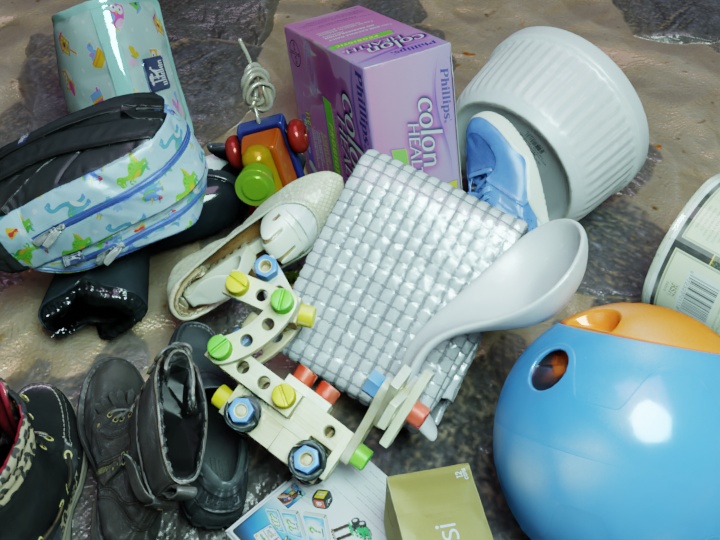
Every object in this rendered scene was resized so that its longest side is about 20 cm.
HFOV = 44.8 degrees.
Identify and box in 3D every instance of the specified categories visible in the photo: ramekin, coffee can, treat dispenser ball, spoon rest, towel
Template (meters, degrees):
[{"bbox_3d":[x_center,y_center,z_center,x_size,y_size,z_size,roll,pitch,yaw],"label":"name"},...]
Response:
[{"bbox_3d":[0.185,-0.138,0.909,0.199,0.202,0.105,35,63,30],"label":"ramekin"},{"bbox_3d":[0.375,0.023,0.774,0.146,0.148,0.199,-35,54,-30],"label":"coffee can"},{"bbox_3d":[0.195,0.126,0.634,0.197,0.203,0.203,0,44,0],"label":"treat dispenser ball"},{"bbox_3d":[0.097,0.037,0.672,0.201,0.060,0.099,-50,20,7],"label":"spoon rest"},{"bbox_3d":[0.035,0.018,0.764,0.164,0.086,0.202,27,90,8],"label":"towel"}]

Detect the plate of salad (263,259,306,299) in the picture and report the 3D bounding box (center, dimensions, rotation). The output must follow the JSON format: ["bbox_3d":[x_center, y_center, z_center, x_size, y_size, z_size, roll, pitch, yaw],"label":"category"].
[{"bbox_3d":[0.000,0.000,0.871,0.197,0.048,0.202,-1,44,1],"label":"plate of salad"}]

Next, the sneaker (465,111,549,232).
[{"bbox_3d":[0.117,-0.046,0.836,0.110,0.203,0.077,-19,3,-22],"label":"sneaker"}]

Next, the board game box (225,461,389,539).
[{"bbox_3d":[0.009,0.227,0.651,0.126,0.035,0.199,-33,54,-30],"label":"board game box"}]

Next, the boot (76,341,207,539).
[{"bbox_3d":[-0.159,0.111,0.662,0.068,0.175,0.202,5,47,-30],"label":"boot"}]

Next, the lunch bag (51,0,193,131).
[{"bbox_3d":[-0.257,-0.201,0.940,0.120,0.173,0.200,-17,15,-17],"label":"lunch bag"}]

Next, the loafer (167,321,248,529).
[{"bbox_3d":[-0.126,0.115,0.733,0.067,0.071,0.202,5,42,-23],"label":"loafer"}]

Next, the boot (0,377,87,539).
[{"bbox_3d":[-0.262,0.135,0.663,0.072,0.152,0.202,-5,44,-4],"label":"boot"}]

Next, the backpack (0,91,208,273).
[{"bbox_3d":[-0.238,-0.082,0.795,0.199,0.154,0.164,-34,29,15],"label":"backpack"}]

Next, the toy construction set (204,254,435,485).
[{"bbox_3d":[-0.039,0.082,0.670,0.199,0.092,0.132,30,75,26],"label":"toy construction set"}]

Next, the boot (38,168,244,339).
[{"bbox_3d":[-0.209,-0.014,0.863,0.197,0.077,0.169,-11,42,-1],"label":"boot"}]

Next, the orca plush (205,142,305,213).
[{"bbox_3d":[-0.158,-0.088,0.947,0.196,0.105,0.072,1,75,-3],"label":"orca plush"}]

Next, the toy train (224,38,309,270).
[{"bbox_3d":[-0.097,-0.107,0.842,0.083,0.202,0.116,-12,30,11],"label":"toy train"}]

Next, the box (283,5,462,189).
[{"bbox_3d":[0.011,-0.160,0.911,0.096,0.178,0.200,-20,33,-19],"label":"box"}]

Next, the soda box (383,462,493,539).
[{"bbox_3d":[0.066,0.232,0.573,0.063,0.068,0.202,-8,45,-9],"label":"soda box"}]

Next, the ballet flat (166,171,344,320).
[{"bbox_3d":[-0.091,-0.015,0.791,0.199,0.068,0.063,-34,22,11],"label":"ballet flat"}]
